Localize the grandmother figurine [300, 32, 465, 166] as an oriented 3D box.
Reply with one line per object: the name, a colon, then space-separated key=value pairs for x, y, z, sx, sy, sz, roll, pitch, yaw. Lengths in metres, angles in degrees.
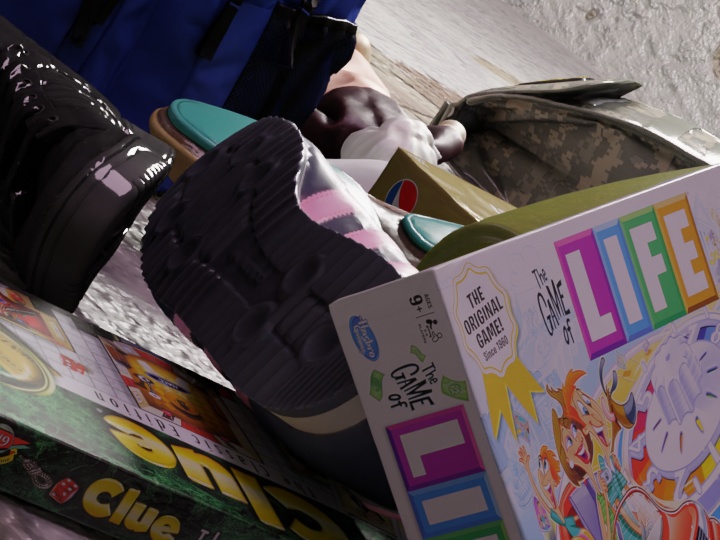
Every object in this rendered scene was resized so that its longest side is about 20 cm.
grandmother figurine: x=0.000 y=-0.077 z=1.301 sx=0.121 sy=0.061 sz=0.200 roll=2 pitch=23 yaw=-13

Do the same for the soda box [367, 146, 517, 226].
soda box: x=0.080 y=0.019 z=1.083 sx=0.200 sy=0.064 sz=0.068 roll=24 pitch=15 yaw=-43

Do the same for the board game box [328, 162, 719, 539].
board game box: x=0.077 y=0.049 z=0.685 sx=0.200 sy=0.034 sz=0.135 roll=-20 pitch=91 yaw=-57

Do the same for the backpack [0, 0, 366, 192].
backpack: x=-0.071 y=-0.147 z=0.997 sx=0.162 sy=0.200 sz=0.168 roll=39 pitch=11 yaw=19

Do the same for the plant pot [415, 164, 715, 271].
plant pot: x=0.115 y=0.041 z=0.857 sx=0.200 sy=0.187 sz=0.187 roll=7 pitch=25 yaw=-37

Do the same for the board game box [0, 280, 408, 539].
board game box: x=-0.051 y=0.050 z=0.671 sx=0.200 sy=0.023 sz=0.105 roll=27 pitch=14 yaw=-31

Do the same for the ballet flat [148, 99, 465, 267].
ballet flat: x=0.000 y=0.000 z=0.943 sx=0.200 sy=0.063 sz=0.069 roll=23 pitch=23 yaw=-20

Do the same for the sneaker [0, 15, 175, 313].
sneaker: x=-0.116 y=-0.044 z=0.802 sx=0.104 sy=0.060 sz=0.200 roll=34 pitch=5 yaw=-5

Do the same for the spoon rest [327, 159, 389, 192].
spoon rest: x=-0.013 y=-0.045 z=1.145 sx=0.200 sy=0.061 sz=0.099 roll=46 pitch=10 yaw=-8

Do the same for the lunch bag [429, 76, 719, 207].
lunch bag: x=0.148 y=-0.054 z=1.478 sx=0.200 sy=0.118 sz=0.164 roll=30 pitch=10 yaw=12

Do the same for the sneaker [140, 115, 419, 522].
sneaker: x=-0.011 y=0.019 z=0.740 sx=0.082 sy=0.070 sz=0.200 roll=48 pitch=5 yaw=-27
